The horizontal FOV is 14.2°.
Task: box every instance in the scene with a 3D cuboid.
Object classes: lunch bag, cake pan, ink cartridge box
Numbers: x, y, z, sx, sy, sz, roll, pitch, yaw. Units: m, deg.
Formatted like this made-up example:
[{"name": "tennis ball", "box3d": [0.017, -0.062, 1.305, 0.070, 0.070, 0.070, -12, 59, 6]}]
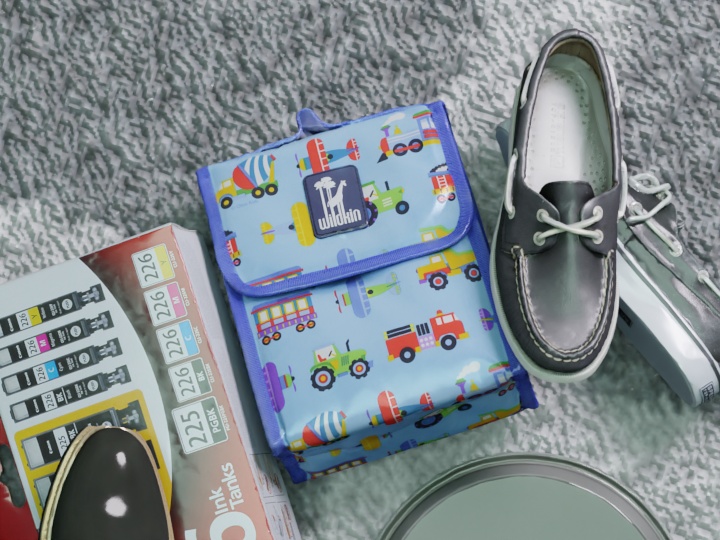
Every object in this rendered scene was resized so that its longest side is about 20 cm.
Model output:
[{"name": "lunch bag", "box3d": [0.000, 0.000, 1.674, 0.150, 0.094, 0.201, -18, 72, 2]}, {"name": "cake pan", "box3d": [0.095, 0.204, 1.672, 0.199, 0.037, 0.201, 0, 84, 2]}, {"name": "ink cartridge box", "box3d": [-0.148, 0.097, 1.658, 0.175, 0.084, 0.201, -20, 84, 8]}]

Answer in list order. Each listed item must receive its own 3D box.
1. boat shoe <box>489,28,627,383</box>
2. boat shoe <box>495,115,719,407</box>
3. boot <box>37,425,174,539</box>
[{"name": "boat shoe", "box3d": [0.114, -0.038, 1.605, 0.074, 0.060, 0.201, 8, 65, -3]}, {"name": "boat shoe", "box3d": [0.158, -0.019, 1.674, 0.068, 0.074, 0.200, -36, 77, -10]}, {"name": "boot", "box3d": [-0.121, 0.170, 1.519, 0.077, 0.138, 0.201, 4, 73, -17]}]
